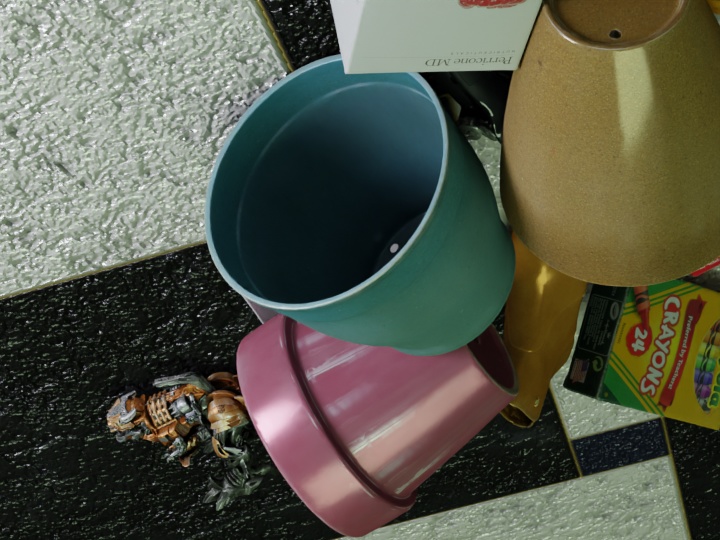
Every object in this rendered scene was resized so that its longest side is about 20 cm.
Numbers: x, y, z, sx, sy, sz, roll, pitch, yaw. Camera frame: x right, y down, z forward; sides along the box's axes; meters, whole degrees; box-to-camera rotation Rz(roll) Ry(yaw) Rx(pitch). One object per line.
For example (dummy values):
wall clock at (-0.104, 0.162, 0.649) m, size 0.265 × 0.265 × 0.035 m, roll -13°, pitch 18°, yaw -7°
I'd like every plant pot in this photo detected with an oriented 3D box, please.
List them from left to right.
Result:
plant pot at (0.018, -0.031, 1.280) m, size 0.200 × 0.200 × 0.188 m, roll -24°, pitch 147°, yaw 20°
plant pot at (0.024, 0.094, 1.431) m, size 0.179 × 0.200 × 0.200 m, roll -33°, pitch 143°, yaw 16°
plant pot at (0.177, -0.119, 1.142) m, size 0.186 × 0.187 × 0.200 m, roll -12°, pitch 147°, yaw 3°

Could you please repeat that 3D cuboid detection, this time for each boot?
boot at (0.151, 0.049, 1.489) m, size 0.071 × 0.144 × 0.201 m, roll 14°, pitch 157°, yaw 19°

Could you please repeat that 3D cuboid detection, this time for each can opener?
can opener at (0.070, -0.154, 1.247) m, size 0.063 × 0.079 × 0.200 m, roll 15°, pitch 166°, yaw 43°

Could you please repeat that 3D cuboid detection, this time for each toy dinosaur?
toy dinosaur at (-0.132, 0.144, 1.619) m, size 0.200 × 0.102 × 0.136 m, roll 4°, pitch 134°, yaw 17°

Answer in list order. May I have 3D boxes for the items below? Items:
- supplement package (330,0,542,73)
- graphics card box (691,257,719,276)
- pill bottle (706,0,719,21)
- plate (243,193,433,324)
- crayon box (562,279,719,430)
supplement package at (0.053, -0.228, 1.051) m, size 0.121 × 0.120 × 0.200 m, roll -3°, pitch 148°, yaw -13°
graphics card box at (0.282, -0.072, 1.431) m, size 0.125 × 0.051 × 0.200 m, roll -28°, pitch 145°, yaw 26°
pill bottle at (0.249, -0.229, 1.116) m, size 0.111 × 0.111 × 0.200 m, roll -23°, pitch 146°, yaw 19°
plate at (0.000, 0.000, 1.479) m, size 0.199 × 0.032 × 0.200 m, roll -16°, pitch 148°, yaw 10°
crayon box at (0.290, 0.072, 1.594) m, size 0.200 × 0.127 × 0.051 m, roll 15°, pitch -179°, yaw -36°
